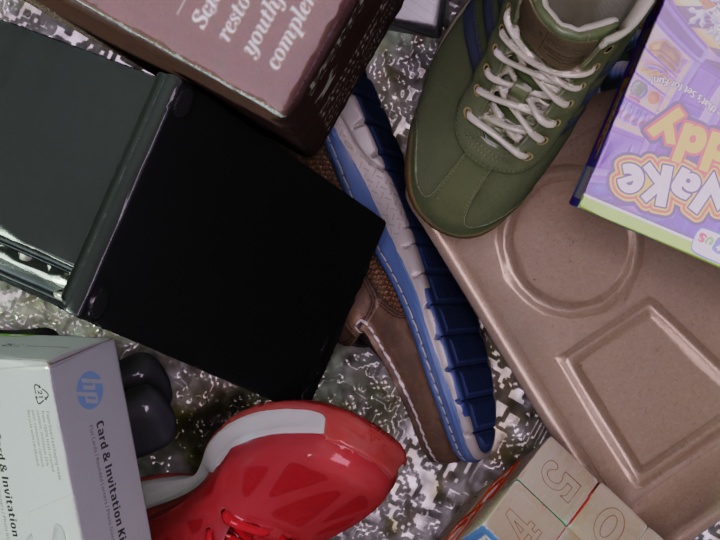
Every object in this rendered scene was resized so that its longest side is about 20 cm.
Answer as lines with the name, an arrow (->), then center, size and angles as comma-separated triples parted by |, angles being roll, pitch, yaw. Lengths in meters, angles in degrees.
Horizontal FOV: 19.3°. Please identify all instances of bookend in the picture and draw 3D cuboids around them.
bookend -> -0.122, -0.035, 0.860 | 0.197, 0.200, 0.093 | 22, 85, 25

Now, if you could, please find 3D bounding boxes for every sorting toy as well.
sorting toy -> 0.143, -0.001, 0.945 | 0.184, 0.036, 0.201 | -32, 85, -11

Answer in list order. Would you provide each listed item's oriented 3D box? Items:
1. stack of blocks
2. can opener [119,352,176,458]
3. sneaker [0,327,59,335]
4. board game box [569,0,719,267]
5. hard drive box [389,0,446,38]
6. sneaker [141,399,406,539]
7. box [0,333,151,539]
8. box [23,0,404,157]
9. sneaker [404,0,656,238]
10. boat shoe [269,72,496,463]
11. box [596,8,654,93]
stack of blocks -> 0.115, 0.178, 0.920 | 0.200, 0.115, 0.059 | 43, 55, 0
can opener -> -0.172, 0.108, 0.986 | 0.198, 0.053, 0.067 | -24, 122, 4
sneaker -> -0.237, 0.019, 0.968 | 0.198, 0.076, 0.117 | -11, 88, 5
board game box -> 0.204, -0.051, 0.876 | 0.198, 0.045, 0.136 | 22, 95, -1
hard drive box -> -0.023, -0.217, 0.943 | 0.154, 0.077, 0.202 | 9, 92, 3
sneaker -> -0.059, 0.136, 0.893 | 0.078, 0.200, 0.116 | 31, 52, -23
box -> -0.169, 0.103, 0.866 | 0.199, 0.041, 0.158 | 0, 105, 40
box -> -0.053, -0.157, 0.804 | 0.163, 0.200, 0.167 | 29, 90, 2
sneaker -> 0.073, -0.097, 0.849 | 0.067, 0.090, 0.201 | 30, 105, -1
boat shoe -> 0.000, 0.000, 0.955 | 0.072, 0.072, 0.202 | -24, 77, 15
box -> 0.139, -0.190, 0.907 | 0.136, 0.040, 0.202 | -16, 102, -11
